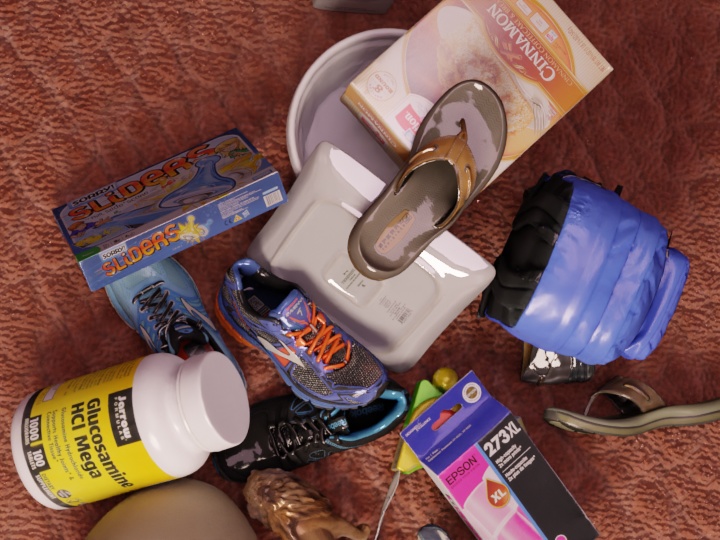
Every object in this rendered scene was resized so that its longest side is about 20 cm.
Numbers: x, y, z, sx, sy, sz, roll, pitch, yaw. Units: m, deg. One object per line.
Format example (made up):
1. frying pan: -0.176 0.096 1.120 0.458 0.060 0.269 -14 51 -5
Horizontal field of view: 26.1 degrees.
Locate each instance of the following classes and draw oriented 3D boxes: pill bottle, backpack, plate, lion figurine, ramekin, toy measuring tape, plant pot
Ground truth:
1. pill bottle: -0.205 0.139 1.391 0.198 0.112 0.114 -18 84 22
2. backpack: 0.209 -0.001 1.398 0.166 0.200 0.164 19 92 0
3. plate: 0.000 0.000 1.445 0.199 0.200 0.032 37 48 -2
4. lion figurine: -0.042 0.274 1.413 0.072 0.201 0.122 -41 134 22
5. ramekin: 0.023 -0.124 1.506 0.198 0.105 0.202 1 82 -9
6. toy measuring tape: 0.065 0.192 1.489 0.073 0.074 0.202 18 80 -6
7. plant pot: -0.166 0.268 1.399 0.198 0.201 0.135 14 46 -6

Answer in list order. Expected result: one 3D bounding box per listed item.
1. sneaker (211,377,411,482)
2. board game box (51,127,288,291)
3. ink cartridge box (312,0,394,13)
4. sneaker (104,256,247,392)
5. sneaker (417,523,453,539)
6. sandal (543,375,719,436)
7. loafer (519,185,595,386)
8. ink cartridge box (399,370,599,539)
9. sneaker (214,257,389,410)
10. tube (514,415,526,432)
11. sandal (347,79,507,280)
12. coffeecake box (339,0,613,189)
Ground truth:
1. sneaker: -0.047 0.145 1.471 0.198 0.082 0.074 -21 89 -9
2. board game box: -0.181 -0.060 1.455 0.199 0.135 0.035 -26 120 -11
3. ink cartridge box: 0.007 -0.347 1.484 0.083 0.200 0.148 2 81 -9
4. sneaker: -0.170 0.050 1.461 0.078 0.090 0.201 -38 88 -11
5. sneaker: 0.070 0.336 1.425 0.085 0.078 0.202 -11 84 -7
6. sandal: 0.270 0.130 1.525 0.199 0.080 0.058 -5 88 -18
7. loafer: 0.179 0.015 1.529 0.072 0.073 0.202 -9 83 -6
8. ink cartridge box: 0.132 0.202 1.460 0.094 0.037 0.201 -39 99 -12
9. sneaker: -0.059 0.059 1.447 0.199 0.079 0.075 32 60 18
10. tube: 0.164 0.244 1.510 0.058 0.052 0.202 -20 90 31
11. sandal: 0.061 -0.079 1.352 0.082 0.055 0.200 41 82 -2
12. coffeecake box: 0.106 -0.172 1.434 0.200 0.073 0.154 -42 91 -11
